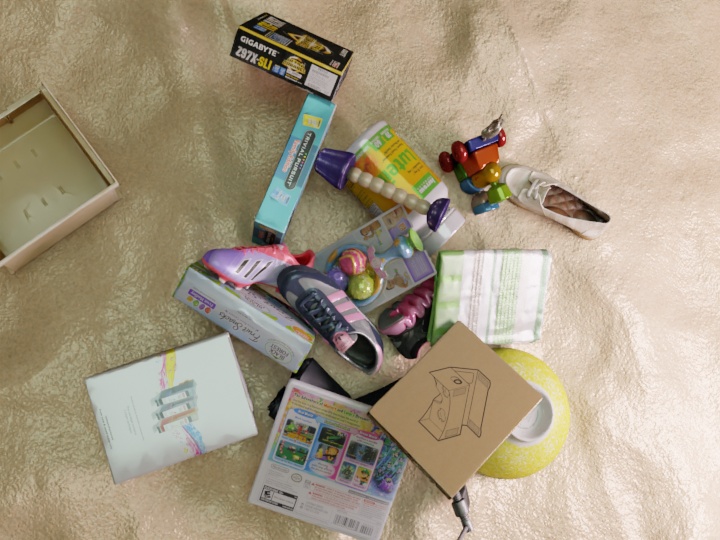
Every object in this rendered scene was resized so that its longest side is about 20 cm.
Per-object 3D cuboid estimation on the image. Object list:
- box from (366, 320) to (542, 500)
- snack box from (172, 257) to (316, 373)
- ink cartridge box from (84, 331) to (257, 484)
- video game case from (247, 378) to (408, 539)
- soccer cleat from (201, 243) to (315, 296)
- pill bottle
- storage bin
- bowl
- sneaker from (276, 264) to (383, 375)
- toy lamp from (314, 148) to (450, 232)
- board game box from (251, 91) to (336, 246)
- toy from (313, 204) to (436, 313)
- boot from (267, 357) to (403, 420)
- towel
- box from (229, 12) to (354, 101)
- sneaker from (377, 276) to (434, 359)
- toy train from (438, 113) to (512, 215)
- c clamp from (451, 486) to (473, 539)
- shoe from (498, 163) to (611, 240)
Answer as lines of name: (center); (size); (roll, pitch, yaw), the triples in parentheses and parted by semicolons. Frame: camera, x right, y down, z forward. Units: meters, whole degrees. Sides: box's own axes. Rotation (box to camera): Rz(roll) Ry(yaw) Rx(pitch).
box: (0.131, 0.189, 1.148); (0.163, 0.021, 0.200); (43, 67, 15)
snack box: (-0.158, 0.058, 1.171); (0.198, 0.142, 0.053); (32, 98, -3)
ink cartridge box: (-0.253, 0.182, 1.132); (0.197, 0.145, 0.147); (-16, 88, -10)
video game case: (-0.038, 0.271, 1.163); (0.197, 0.024, 0.185); (20, 93, -6)
soccer cleat: (-0.141, -0.012, 1.164); (0.067, 0.199, 0.077); (38, 102, 36)
pill bottle: (0.063, -0.120, 1.253); (0.111, 0.111, 0.200); (-44, 90, -13)
storage bin: (-0.481, -0.135, 1.178); (0.199, 0.094, 0.199); (-37, 88, -12)
bowl: (0.233, 0.213, 1.230); (0.197, 0.108, 0.204); (2, 80, -9)
sneaker: (-0.037, 0.071, 1.167); (0.199, 0.082, 0.070); (40, 106, -22)
toy lamp: (0.028, -0.118, 1.173); (0.198, 0.058, 0.059); (26, 78, 9)
board game box: (-0.100, -0.139, 1.210); (0.046, 0.151, 0.202); (22, 79, -5)
toy: (0.000, 0.000, 1.210); (0.198, 0.047, 0.116); (-29, 85, 17)
boot: (-0.019, 0.185, 1.209); (0.168, 0.076, 0.200); (45, 83, -4)
towel: (0.194, 0.039, 1.244); (0.197, 0.031, 0.152); (0, 103, -24)
box: (-0.095, -0.321, 1.221); (0.158, 0.200, 0.050); (22, 113, -4)
sneaker: (0.123, 0.061, 1.264); (0.199, 0.079, 0.096); (-35, 109, -12)
toy train: (0.194, -0.153, 1.236); (0.084, 0.200, 0.117); (-23, 90, -12)
c clamp: (0.125, 0.274, 1.177); (0.027, 0.171, 0.203); (-22, 78, 12)
shoe: (0.312, -0.116, 1.321); (0.198, 0.053, 0.071); (28, 78, -4)
